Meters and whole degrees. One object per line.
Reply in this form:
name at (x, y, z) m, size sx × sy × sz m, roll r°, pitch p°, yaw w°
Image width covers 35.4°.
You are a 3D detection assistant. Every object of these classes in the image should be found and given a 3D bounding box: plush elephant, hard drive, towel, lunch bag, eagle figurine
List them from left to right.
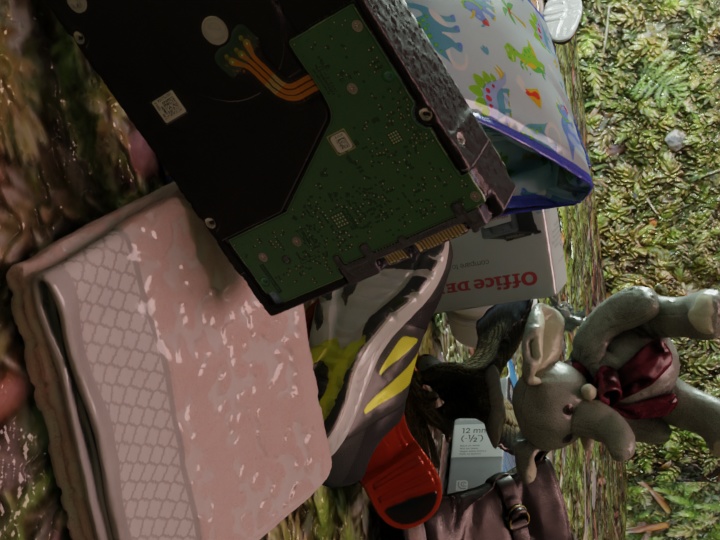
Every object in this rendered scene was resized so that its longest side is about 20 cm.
towel at (-0.081, 0.057, 0.564) m, size 0.191 × 0.032 × 0.200 m, roll -37°, pitch 124°, yaw -55°
hard drive at (-0.039, -0.086, 0.499) m, size 0.200 × 0.140 × 0.038 m, roll 56°, pitch 36°, yaw -15°
lunch bag at (0.062, -0.132, 0.794) m, size 0.127 × 0.200 × 0.170 m, roll 128°, pitch -38°, yaw -50°
eagle figurine at (0.107, 0.102, 1.033) m, size 0.200 × 0.152 × 0.151 m, roll -9°, pitch 58°, yaw -43°
plush elephant at (0.196, 0.099, 0.931) m, size 0.155 × 0.200 × 0.165 m, roll -41°, pitch 134°, yaw -35°

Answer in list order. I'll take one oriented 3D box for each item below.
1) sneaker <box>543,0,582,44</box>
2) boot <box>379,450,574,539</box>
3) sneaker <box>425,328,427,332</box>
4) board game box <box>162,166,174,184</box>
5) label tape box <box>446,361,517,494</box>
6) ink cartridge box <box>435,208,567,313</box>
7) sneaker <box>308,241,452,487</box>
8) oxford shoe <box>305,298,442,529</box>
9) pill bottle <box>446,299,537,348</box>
sneaker at (0.406, -0.504, 2.227) m, size 0.112 × 0.078 × 0.200 m, roll 59°, pitch 32°, yaw -54°
boot at (0.112, 0.263, 0.967) m, size 0.069 × 0.174 × 0.200 m, roll 180°, pitch -96°, yaw -67°
sneaker at (0.000, 0.000, 0.851) m, size 0.091 × 0.066 × 0.200 m, roll -73°, pitch 150°, yaw -42°
board game box at (-0.076, -0.088, 0.664) m, size 0.135 × 0.034 × 0.200 m, roll -59°, pitch 142°, yaw -61°
label tape box at (0.148, 0.212, 1.280) m, size 0.143 × 0.066 × 0.200 m, roll 69°, pitch 22°, yaw -45°
ink cartridge box at (0.094, -0.069, 0.997) m, size 0.086 × 0.147 × 0.200 m, roll -21°, pitch 102°, yaw -72°
sneaker at (0.004, 0.057, 0.771) m, size 0.200 × 0.074 × 0.085 m, roll -57°, pitch 143°, yaw -20°
oxford shoe at (-0.003, 0.101, 0.848) m, size 0.073 × 0.071 × 0.200 m, roll 43°, pitch -25°, yaw 64°
pill bottle at (0.123, -0.026, 1.162) m, size 0.114 × 0.114 × 0.200 m, roll -67°, pitch 148°, yaw -56°
